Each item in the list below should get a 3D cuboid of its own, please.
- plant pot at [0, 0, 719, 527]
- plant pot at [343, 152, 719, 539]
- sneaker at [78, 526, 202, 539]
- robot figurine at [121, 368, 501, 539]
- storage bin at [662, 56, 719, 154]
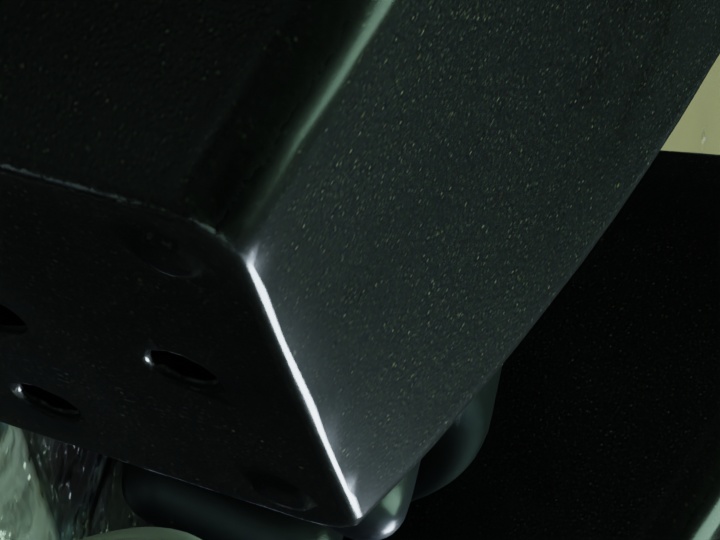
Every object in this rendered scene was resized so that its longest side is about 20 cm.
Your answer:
[{"bbox_3d":[-0.041,-0.067,0.512,0.200,0.199,0.178,71,39,-61],"label":"plant pot"},{"bbox_3d":[0.085,0.092,0.860,0.178,0.199,0.200,-55,136,-36],"label":"plant pot"},{"bbox_3d":[-0.077,0.168,0.636,0.201,0.076,0.112,-68,153,-43],"label":"sneaker"},{"bbox_3d":[-0.008,-0.006,0.776,0.125,0.149,0.201,61,34,-46],"label":"robot figurine"},{"bbox_3d":[0.108,-0.064,1.101,0.200,0.093,0.200,-45,140,-55],"label":"storage bin"}]
